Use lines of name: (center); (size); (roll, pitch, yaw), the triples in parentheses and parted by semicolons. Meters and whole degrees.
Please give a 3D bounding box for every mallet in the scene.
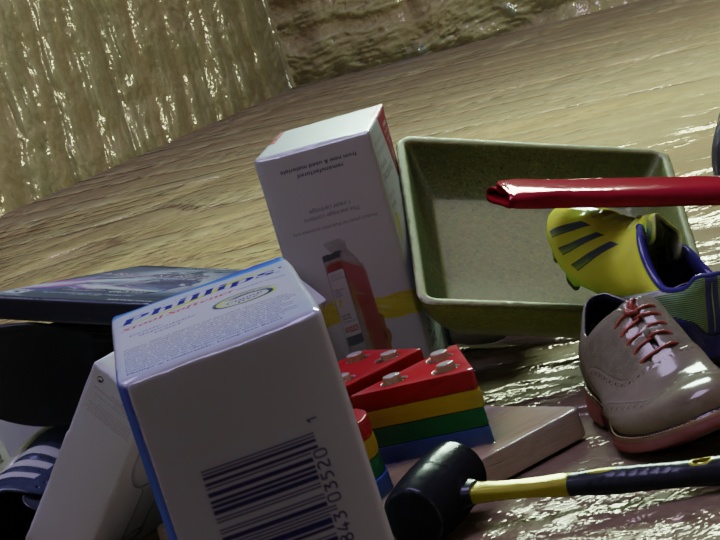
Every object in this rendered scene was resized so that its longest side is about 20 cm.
mallet: (0.111, 0.112, 1.336); (0.198, 0.041, 0.066); (-11, 17, 24)

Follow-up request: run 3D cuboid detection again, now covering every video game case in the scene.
video game case: (-0.147, 0.016, 1.700); (0.142, 0.019, 0.200); (2, 8, 27)

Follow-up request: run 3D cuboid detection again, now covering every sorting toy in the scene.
sorting toy: (-0.004, 0.105, 1.491); (0.199, 0.070, 0.198); (-24, 11, -32)

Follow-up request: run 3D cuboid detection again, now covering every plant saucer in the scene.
plant saucer: (0.126, -0.015, 1.682); (0.198, 0.048, 0.200); (3, 35, -6)

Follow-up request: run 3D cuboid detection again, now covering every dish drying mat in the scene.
dish drying mat: (0.185, -0.051, 1.580); (0.198, 0.018, 0.077); (-1, 6, -9)

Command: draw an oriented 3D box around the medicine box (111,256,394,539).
medicine box: (-0.047, 0.106, 1.219); (0.102, 0.184, 0.200); (-19, 9, -4)

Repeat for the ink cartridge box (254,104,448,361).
ink cartridge box: (0.000, 0.000, 1.690); (0.083, 0.202, 0.145); (-14, 9, 6)

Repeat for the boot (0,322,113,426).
boot: (-0.194, 0.057, 1.724); (0.198, 0.070, 0.174); (-2, 8, -15)

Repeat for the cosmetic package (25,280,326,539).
cosmetic package: (-0.116, 0.094, 1.576); (0.200, 0.052, 0.151); (-31, -26, -52)

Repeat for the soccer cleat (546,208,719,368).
soccer cleat: (0.179, -0.009, 1.559); (0.064, 0.084, 0.200); (-11, 29, -20)

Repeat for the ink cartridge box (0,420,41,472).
ink cartridge box: (-0.252, 0.121, 1.812); (0.199, 0.068, 0.115); (-28, -6, -45)

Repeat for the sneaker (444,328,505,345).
sneaker: (0.038, 0.025, 1.803); (0.093, 0.071, 0.199); (-4, -6, -36)

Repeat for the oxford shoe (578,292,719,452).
oxford shoe: (0.164, 0.056, 1.421); (0.070, 0.075, 0.200); (-20, 10, -12)

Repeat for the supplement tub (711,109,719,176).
supplement tub: (0.323, -0.094, 1.827); (0.122, 0.124, 0.200); (-17, 10, 13)

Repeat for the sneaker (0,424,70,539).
sneaker: (-0.207, 0.156, 1.619); (0.084, 0.075, 0.200); (-2, 25, 45)
